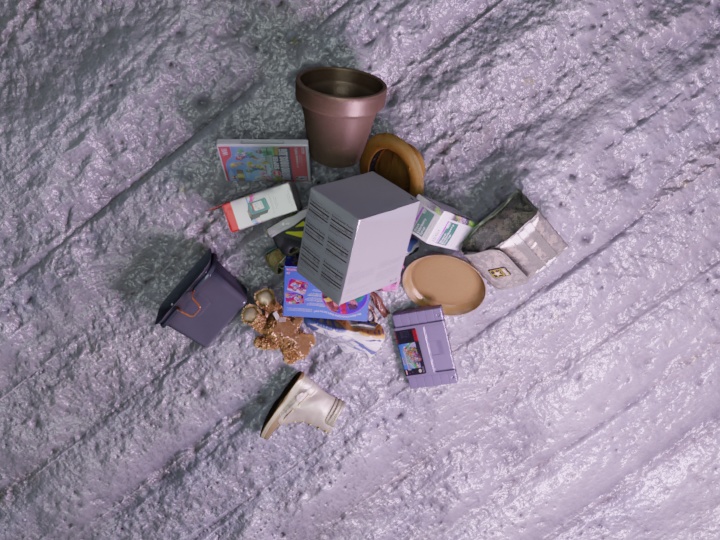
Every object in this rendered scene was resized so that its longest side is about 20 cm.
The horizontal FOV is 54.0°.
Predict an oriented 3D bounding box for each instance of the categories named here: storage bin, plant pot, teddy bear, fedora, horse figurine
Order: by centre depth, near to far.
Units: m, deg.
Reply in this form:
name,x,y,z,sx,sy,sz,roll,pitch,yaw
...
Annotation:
name,x,y,z,sx,sy,sz,roll,pitch,yaw
plant pot,-0.049,-0.326,1.530,0.197,0.201,0.177,6,124,-3
fedora,0.086,-0.220,1.581,0.081,0.199,0.203,-31,108,-36
storage bin,-0.361,0.078,1.645,0.134,0.146,0.200,38,101,-21
plant pot,0.197,0.029,1.651,0.197,0.028,0.202,10,137,10
teddy bear,-0.198,0.132,1.678,0.199,0.066,0.147,29,73,-31
horse figurine,-0.031,0.089,1.695,0.197,0.050,0.134,-12,111,4

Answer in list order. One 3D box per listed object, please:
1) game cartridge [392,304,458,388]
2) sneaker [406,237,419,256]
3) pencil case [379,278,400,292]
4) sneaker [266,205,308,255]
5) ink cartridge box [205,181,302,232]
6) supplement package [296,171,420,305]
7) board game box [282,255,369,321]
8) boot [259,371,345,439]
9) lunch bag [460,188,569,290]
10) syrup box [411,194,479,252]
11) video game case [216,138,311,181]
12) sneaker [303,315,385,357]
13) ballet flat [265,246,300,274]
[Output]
name,x,y,z,sx,sy,sz,roll,pitch,yaw
game cartridge,0.156,0.188,1.718,0.128,0.038,0.203,-12,106,13
sneaker,0.042,-0.078,1.638,0.197,0.076,0.078,7,109,-5
pencil case,0.000,0.000,1.656,0.197,0.087,0.084,7,71,-4
sneaker,-0.114,-0.097,1.568,0.198,0.074,0.086,-22,100,31
ink cartridge box,-0.238,-0.139,1.591,0.197,0.116,0.068,-18,97,4
supplement package,-0.008,-0.071,1.471,0.146,0.190,0.202,35,127,31
board game box,-0.076,0.043,1.608,0.196,0.045,0.136,5,122,-4
boot,-0.145,0.368,1.756,0.154,0.072,0.201,34,101,-12
lunch bag,0.343,-0.053,1.608,0.200,0.118,0.164,-41,129,12
syrup box,0.179,-0.102,1.570,0.081,0.199,0.079,36,104,27
video game case,-0.210,-0.243,1.567,0.196,0.143,0.018,0,65,-1
sneaker,-0.045,0.155,1.662,0.197,0.076,0.089,17,123,-5
ballet flat,-0.129,-0.055,1.641,0.198,0.071,0.071,-30,104,10
